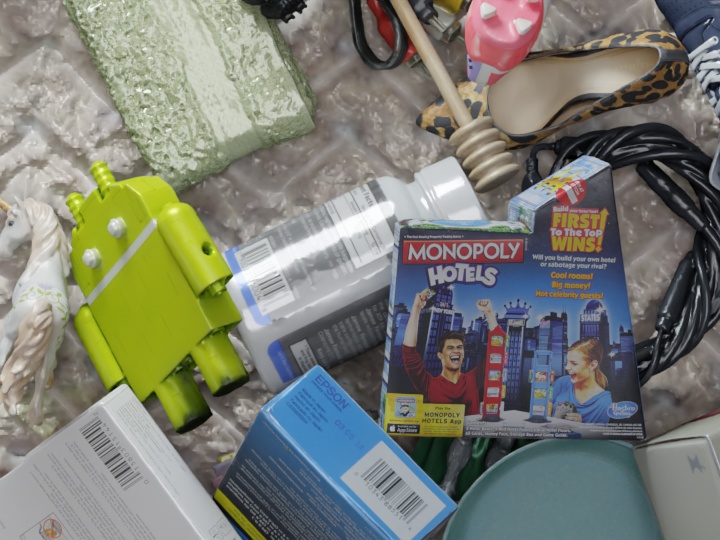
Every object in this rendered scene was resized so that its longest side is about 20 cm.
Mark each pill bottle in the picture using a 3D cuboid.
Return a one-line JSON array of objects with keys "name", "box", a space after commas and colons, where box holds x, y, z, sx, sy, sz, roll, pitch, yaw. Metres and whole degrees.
[{"name": "pill bottle", "box": [0.000, 0.000, 1.628, 0.199, 0.114, 0.114, -25, 89, -1]}]

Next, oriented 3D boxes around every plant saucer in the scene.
[{"name": "plant saucer", "box": [0.152, 0.210, 1.640, 0.199, 0.036, 0.201, -3, 107, -10]}]

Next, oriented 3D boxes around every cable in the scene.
[{"name": "cable", "box": [0.005, -0.230, 1.681, 0.097, 0.050, 0.200, -45, 77, 11]}, {"name": "cable", "box": [0.205, -0.009, 1.668, 0.162, 0.051, 0.201, -5, 86, -6]}]

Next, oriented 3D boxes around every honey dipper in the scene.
[{"name": "honey dipper", "box": [0.057, -0.152, 1.624, 0.038, 0.038, 0.201, -27, 80, -1]}]

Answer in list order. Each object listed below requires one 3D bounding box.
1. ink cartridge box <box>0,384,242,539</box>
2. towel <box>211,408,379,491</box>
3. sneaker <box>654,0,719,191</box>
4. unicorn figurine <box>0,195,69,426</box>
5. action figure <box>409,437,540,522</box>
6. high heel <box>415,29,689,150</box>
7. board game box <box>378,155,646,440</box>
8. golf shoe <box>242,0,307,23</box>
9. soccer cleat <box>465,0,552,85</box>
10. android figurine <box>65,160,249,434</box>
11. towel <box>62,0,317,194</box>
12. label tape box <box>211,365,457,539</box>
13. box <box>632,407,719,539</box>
[{"name": "ink cartridge box", "box": [-0.184, 0.212, 1.646, 0.176, 0.045, 0.200, -35, 93, 29]}, {"name": "towel", "box": [-0.018, 0.215, 1.657, 0.143, 0.023, 0.201, -21, 88, 10]}, {"name": "sneaker", "box": [0.276, -0.135, 1.641, 0.200, 0.070, 0.109, 43, 67, -2]}, {"name": "unicorn figurine", "box": [-0.245, 0.028, 1.626, 0.073, 0.200, 0.138, 6, 106, -24]}, {"name": "action figure", "box": [0.104, 0.085, 1.638, 0.117, 0.055, 0.201, 12, 103, -12]}, {"name": "high heel", "box": [0.140, -0.138, 1.616, 0.199, 0.143, 0.072, -10, 85, -1]}, {"name": "board game box", "box": [0.113, 0.017, 1.567, 0.199, 0.062, 0.201, 3, 98, -15]}, {"name": "golf shoe", "box": [-0.027, -0.281, 1.625, 0.200, 0.078, 0.095, -41, 58, -3]}, {"name": "soccer cleat", "box": [0.126, -0.226, 1.646, 0.066, 0.077, 0.201, 25, 57, 0]}, {"name": "android figurine", "box": [-0.155, 0.015, 1.611, 0.041, 0.182, 0.201, -19, 75, -41]}, {"name": "towel", "box": [-0.132, -0.171, 1.670, 0.148, 0.036, 0.201, -25, 89, 0]}, {"name": "label tape box", "box": [-0.028, 0.177, 1.591, 0.144, 0.200, 0.063, 45, 57, 9]}, {"name": "box", "box": [0.320, 0.149, 1.595, 0.199, 0.109, 0.129, -19, 90, -24]}]
